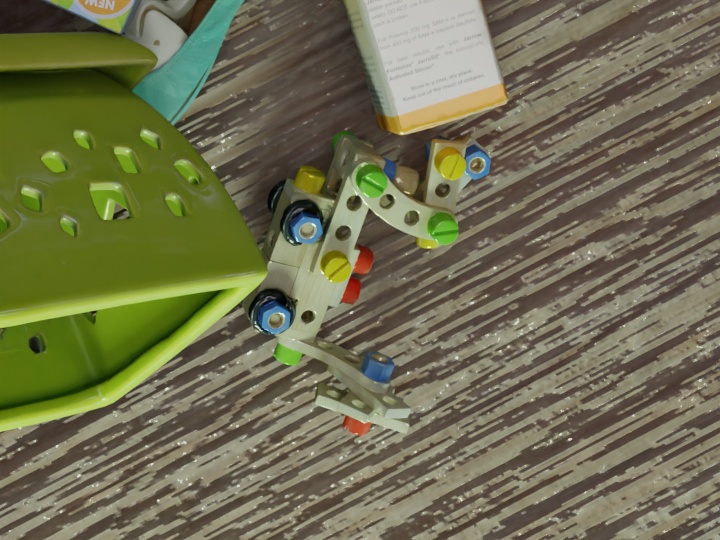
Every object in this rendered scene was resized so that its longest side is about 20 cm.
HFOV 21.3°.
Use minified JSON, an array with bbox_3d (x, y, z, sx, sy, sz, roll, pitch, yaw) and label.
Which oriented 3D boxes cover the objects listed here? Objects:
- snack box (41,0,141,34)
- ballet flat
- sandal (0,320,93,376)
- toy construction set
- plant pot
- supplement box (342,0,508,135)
[{"bbox_3d":[-0.193,-0.251,1.095,0.199,0.068,0.169,25,94,-6],"label":"snack box"},{"bbox_3d":[-0.108,-0.171,1.173,0.200,0.067,0.070,-54,141,4],"label":"ballet flat"},{"bbox_3d":[-0.258,0.026,1.192,0.200,0.055,0.082,38,91,-8],"label":"sandal"},{"bbox_3d":[0.000,0.000,1.203,0.131,0.092,0.201,13,95,-23],"label":"toy construction set"},{"bbox_3d":[-0.203,-0.024,1.087,0.198,0.200,0.182,-9,71,-43],"label":"plant pot"},{"bbox_3d":[0.023,-0.189,1.163,0.073,0.126,0.201,-17,98,-3],"label":"supplement box"}]
